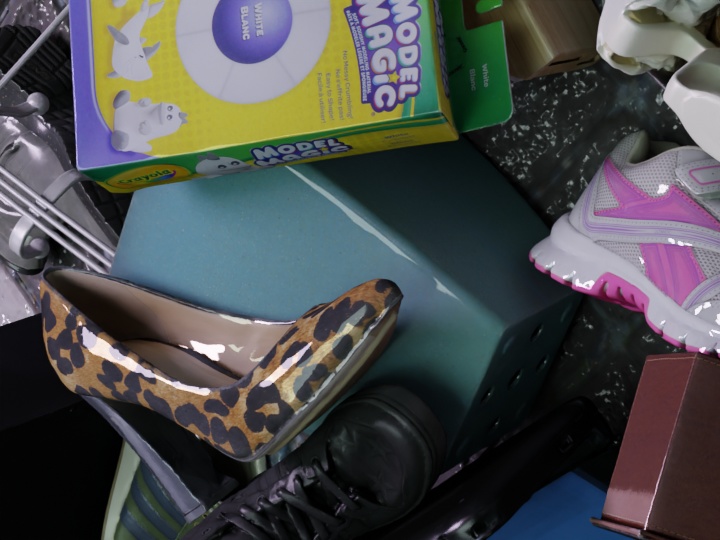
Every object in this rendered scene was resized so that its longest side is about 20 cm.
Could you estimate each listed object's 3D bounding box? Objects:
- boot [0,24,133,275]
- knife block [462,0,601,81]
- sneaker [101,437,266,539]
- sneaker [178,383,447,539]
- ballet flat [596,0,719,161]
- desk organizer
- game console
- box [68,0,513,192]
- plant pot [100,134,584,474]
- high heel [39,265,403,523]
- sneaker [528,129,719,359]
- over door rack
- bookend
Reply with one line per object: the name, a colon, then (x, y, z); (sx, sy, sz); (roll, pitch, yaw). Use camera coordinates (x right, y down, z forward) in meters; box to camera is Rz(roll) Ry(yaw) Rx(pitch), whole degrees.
boot: (-0.182, -0.043, 1.069); (0.200, 0.067, 0.131); (49, 134, 22)
knife block: (0.036, -0.199, 0.848); (0.199, 0.064, 0.178); (21, 114, 33)
sneaker: (-0.097, 0.141, 1.032); (0.089, 0.067, 0.203); (23, 111, 37)
sneaker: (-0.043, 0.129, 0.822); (0.060, 0.104, 0.200); (49, 139, -2)
ballet flat: (0.148, -0.096, 0.753); (0.200, 0.068, 0.068); (53, 137, 35)
desk organizer: (0.207, 0.102, 0.732); (0.198, 0.072, 0.078); (19, 84, -7)
game console: (0.059, 0.159, 0.836); (0.200, 0.176, 0.117); (-38, 88, 37)
box: (-0.033, -0.108, 0.797); (0.197, 0.048, 0.119); (-8, 78, 11)
plant pot: (0.000, 0.000, 0.880); (0.199, 0.141, 0.142); (35, 120, 23)
high heel: (-0.073, 0.020, 0.810); (0.143, 0.071, 0.200); (51, 131, 3)
sneaker: (0.159, -0.010, 0.767); (0.199, 0.081, 0.089); (30, 100, 48)
over door rack: (-0.124, -0.087, 0.963); (0.147, 0.067, 0.201); (35, 87, 18)
bookend: (-0.219, 0.146, 1.046); (0.092, 0.198, 0.202); (26, 117, 28)
